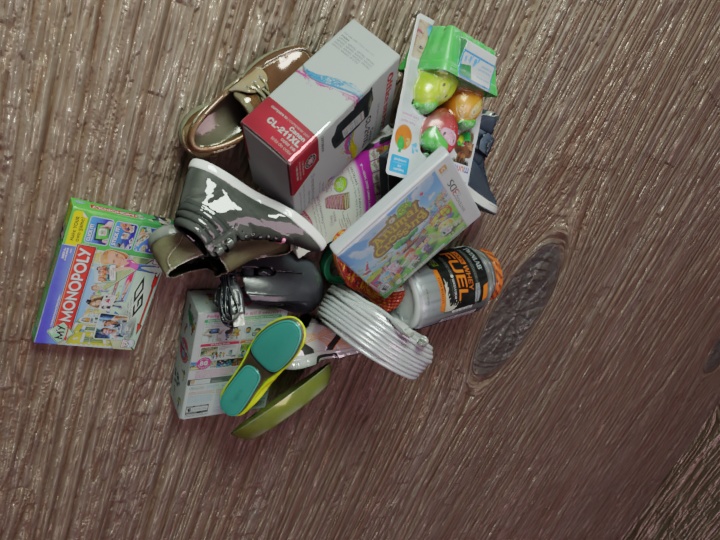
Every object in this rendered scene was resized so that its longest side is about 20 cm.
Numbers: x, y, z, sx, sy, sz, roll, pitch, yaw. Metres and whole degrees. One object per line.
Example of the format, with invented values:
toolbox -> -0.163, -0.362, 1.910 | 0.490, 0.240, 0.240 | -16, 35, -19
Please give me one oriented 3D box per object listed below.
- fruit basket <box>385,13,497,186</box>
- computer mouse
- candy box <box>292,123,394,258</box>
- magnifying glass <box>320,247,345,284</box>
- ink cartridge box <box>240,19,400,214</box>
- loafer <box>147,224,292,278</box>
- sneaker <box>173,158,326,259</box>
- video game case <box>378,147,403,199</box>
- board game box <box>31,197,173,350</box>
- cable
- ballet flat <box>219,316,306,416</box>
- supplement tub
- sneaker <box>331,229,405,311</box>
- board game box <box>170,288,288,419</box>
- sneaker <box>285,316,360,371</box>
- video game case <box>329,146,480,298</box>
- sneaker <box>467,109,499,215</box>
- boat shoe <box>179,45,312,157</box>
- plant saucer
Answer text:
fruit basket -> 0.118, -0.215, 0.819 | 0.184, 0.093, 0.203 | 6, 92, -46
computer mouse -> -0.122, 0.016, 0.897 | 0.198, 0.140, 0.052 | 7, 153, -45
candy box -> -0.030, -0.123, 0.897 | 0.198, 0.061, 0.138 | -26, 133, -18
magnifying glass -> 0.024, -0.026, 1.026 | 0.198, 0.022, 0.081 | -15, 130, -27
ink cartridge box -> -0.046, -0.187, 0.757 | 0.200, 0.083, 0.146 | -47, 169, -17
loafer -> -0.178, -0.023, 0.809 | 0.197, 0.071, 0.075 | -8, 154, -21
sneaker -> -0.143, -0.047, 0.758 | 0.198, 0.071, 0.100 | 29, 76, -20
video game case -> 0.089, -0.149, 0.924 | 0.200, 0.019, 0.144 | -43, 141, -41
board game box -> -0.343, 0.012, 0.808 | 0.133, 0.029, 0.202 | 10, 114, -38
cable -> 0.024, 0.097, 0.953 | 0.070, 0.199, 0.200 | -58, 155, -3
ballet flat -> -0.143, 0.139, 0.913 | 0.201, 0.067, 0.067 | -51, 171, 18
supplement tub -> 0.148, 0.026, 1.072 | 0.198, 0.122, 0.124 | -14, 127, -29
sneaker -> 0.000, 0.000, 0.957 | 0.073, 0.077, 0.200 | -46, 140, -8
board game box -> -0.209, 0.130, 0.952 | 0.146, 0.064, 0.202 | -1, 122, -34
sneaker -> -0.060, 0.114, 1.033 | 0.198, 0.073, 0.081 | -8, 90, -43
video game case -> 0.072, -0.058, 0.860 | 0.199, 0.022, 0.182 | -41, 147, 5
sneaker -> 0.191, -0.178, 0.981 | 0.201, 0.076, 0.148 | 20, 90, -56
boat shoe -> -0.133, -0.205, 0.746 | 0.199, 0.072, 0.076 | -40, 115, -4
plant saucer -> -0.124, 0.222, 1.003 | 0.199, 0.031, 0.200 | -35, 178, -2
